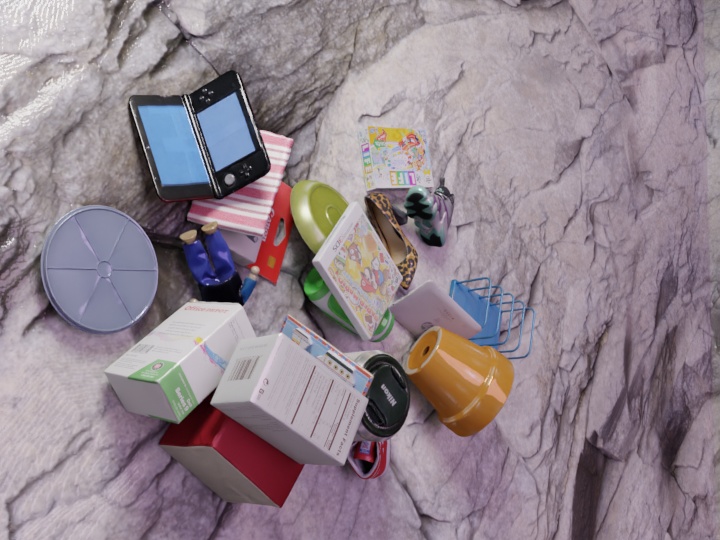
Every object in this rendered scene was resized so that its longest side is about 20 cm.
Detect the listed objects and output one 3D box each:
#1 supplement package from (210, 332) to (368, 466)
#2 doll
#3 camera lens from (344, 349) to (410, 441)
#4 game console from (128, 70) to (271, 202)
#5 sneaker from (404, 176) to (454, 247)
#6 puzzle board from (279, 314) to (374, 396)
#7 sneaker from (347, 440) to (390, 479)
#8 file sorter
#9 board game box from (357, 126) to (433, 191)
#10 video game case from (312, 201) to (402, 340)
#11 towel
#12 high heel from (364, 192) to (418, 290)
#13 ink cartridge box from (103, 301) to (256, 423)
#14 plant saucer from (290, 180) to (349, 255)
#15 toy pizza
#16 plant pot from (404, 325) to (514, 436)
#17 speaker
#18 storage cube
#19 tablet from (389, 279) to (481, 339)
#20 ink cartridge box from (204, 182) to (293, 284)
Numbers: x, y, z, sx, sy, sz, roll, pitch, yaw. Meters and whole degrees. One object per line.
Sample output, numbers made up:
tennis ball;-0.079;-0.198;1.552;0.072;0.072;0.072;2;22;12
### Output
supplement package;-0.106;0.201;1.220;0.200;0.116;0.119;41;56;-29
doll;-0.240;0.020;1.385;0.134;0.048;0.203;-23;112;-14
camera lens;-0.017;0.235;1.483;0.158;0.198;0.164;10;75;-43
game console;-0.270;-0.232;1.348;0.118;0.170;0.203;12;56;-69
sneaker;0.164;-0.163;1.799;0.142;0.076;0.201;-66;153;-25
puzzle board;-0.083;0.193;1.395;0.017;0.198;0.153;-16;134;-58
sneaker;0.018;0.311;1.573;0.112;0.070;0.205;14;72;-71
file sorter;0.311;0.119;1.890;0.199;0.121;0.141;30;63;-38
board game box;0.082;-0.250;1.790;0.198;0.034;0.137;-7;88;-46
video game case;0.000;0.000;1.544;0.202;0.023;0.183;58;42;-27
towel;-0.211;-0.161;1.416;0.030;0.143;0.204;80;24;-69
high heel;0.056;-0.065;1.697;0.142;0.071;0.204;28;47;-45
ink cartridge box;-0.281;0.139;1.269;0.200;0.143;0.089;-46;125;-40
plant saucer;-0.058;-0.098;1.573;0.199;0.031;0.203;35;38;-33
toy pizza;-0.410;-0.001;1.252;0.198;0.031;0.205;11;75;-45
plant pot;0.201;0.224;1.726;0.182;0.199;0.202;37;57;-16
speaker;-0.021;0.066;1.593;0.199;0.087;0.090;38;58;-34
storage cube;-0.190;0.267;1.325;0.201;0.169;0.181;50;52;-26
tablet;0.162;0.108;1.746;0.200;0.129;0.014;41;27;-31
ink cartridge box;-0.186;-0.102;1.487;0.175;0.044;0.204;31;62;-36
